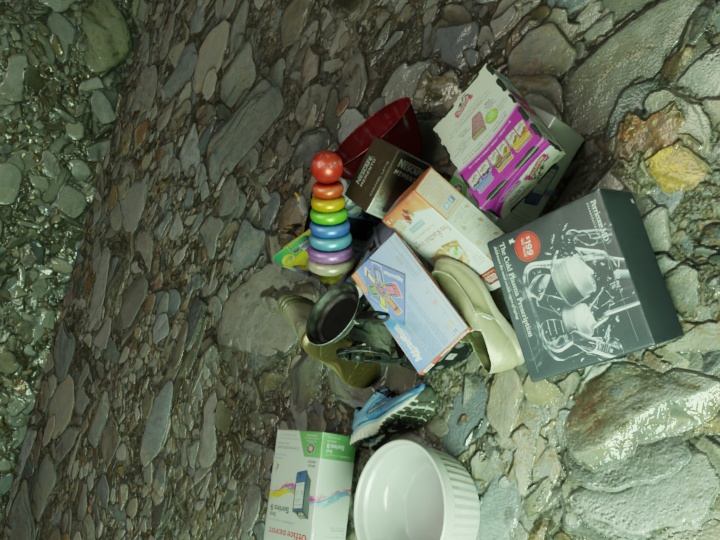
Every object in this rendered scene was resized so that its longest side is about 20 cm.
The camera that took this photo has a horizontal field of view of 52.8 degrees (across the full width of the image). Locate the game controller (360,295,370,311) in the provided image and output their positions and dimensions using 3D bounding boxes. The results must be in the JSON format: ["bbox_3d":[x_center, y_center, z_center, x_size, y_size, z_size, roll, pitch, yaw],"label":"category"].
[{"bbox_3d":[-0.003,0.052,1.345,0.105,0.042,0.200,-61,7,-31],"label":"game controller"}]

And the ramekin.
[{"bbox_3d":[0.090,0.366,1.105,0.198,0.104,0.204,-23,58,43],"label":"ramekin"}]

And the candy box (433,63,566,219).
[{"bbox_3d":[0.203,-0.196,1.093,0.137,0.060,0.202,-48,43,27],"label":"candy box"}]

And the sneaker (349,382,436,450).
[{"bbox_3d":[0.047,0.232,1.237,0.199,0.078,0.091,-36,47,36],"label":"sneaker"}]

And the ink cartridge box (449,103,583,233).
[{"bbox_3d":[0.238,-0.162,1.155,0.202,0.087,0.145,-59,39,12],"label":"ink cartridge box"}]

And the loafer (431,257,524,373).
[{"bbox_3d":[0.167,0.069,1.088,0.201,0.068,0.076,52,158,14],"label":"loafer"}]

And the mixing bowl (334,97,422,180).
[{"bbox_3d":[0.044,-0.218,1.368,0.199,0.109,0.201,-35,20,15],"label":"mixing bowl"}]

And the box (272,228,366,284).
[{"bbox_3d":[-0.058,-0.025,1.368,0.116,0.198,0.049,-29,54,39],"label":"box"}]

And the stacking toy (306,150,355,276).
[{"bbox_3d":[-0.051,-0.098,1.202,0.085,0.084,0.204,34,131,51],"label":"stacking toy"}]

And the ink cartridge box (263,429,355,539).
[{"bbox_3d":[-0.092,0.398,1.318,0.144,0.086,0.204,-9,70,48],"label":"ink cartridge box"}]

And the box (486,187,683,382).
[{"bbox_3d":[0.291,0.021,0.957,0.181,0.103,0.204,-27,74,40],"label":"box"}]

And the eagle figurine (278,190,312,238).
[{"bbox_3d":[-0.086,-0.099,1.471,0.199,0.149,0.154,-10,56,56],"label":"eagle figurine"}]

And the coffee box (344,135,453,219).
[{"bbox_3d":[0.088,-0.133,1.234,0.080,0.198,0.116,43,107,49],"label":"coffee box"}]

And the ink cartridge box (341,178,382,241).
[{"bbox_3d":[0.014,-0.104,1.325,0.100,0.198,0.039,-52,58,24],"label":"ink cartridge box"}]

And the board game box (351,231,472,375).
[{"bbox_3d":[0.074,0.047,1.101,0.103,0.019,0.201,-43,59,13],"label":"board game box"}]

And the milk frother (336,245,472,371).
[{"bbox_3d":[0.060,0.063,1.192,0.180,0.197,0.191,-40,47,38],"label":"milk frother"}]

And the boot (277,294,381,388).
[{"bbox_3d":[-0.058,0.125,1.317,0.072,0.199,0.155,-51,37,2],"label":"boot"}]

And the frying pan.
[{"bbox_3d":[-0.014,0.060,1.138,0.188,0.031,0.117,-22,43,35],"label":"frying pan"}]

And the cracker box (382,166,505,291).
[{"bbox_3d":[0.141,-0.051,1.111,0.058,0.199,0.134,-52,5,-23],"label":"cracker box"}]

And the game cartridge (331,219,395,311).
[{"bbox_3d":[0.000,0.000,1.252,0.201,0.038,0.130,-54,7,12],"label":"game cartridge"}]
